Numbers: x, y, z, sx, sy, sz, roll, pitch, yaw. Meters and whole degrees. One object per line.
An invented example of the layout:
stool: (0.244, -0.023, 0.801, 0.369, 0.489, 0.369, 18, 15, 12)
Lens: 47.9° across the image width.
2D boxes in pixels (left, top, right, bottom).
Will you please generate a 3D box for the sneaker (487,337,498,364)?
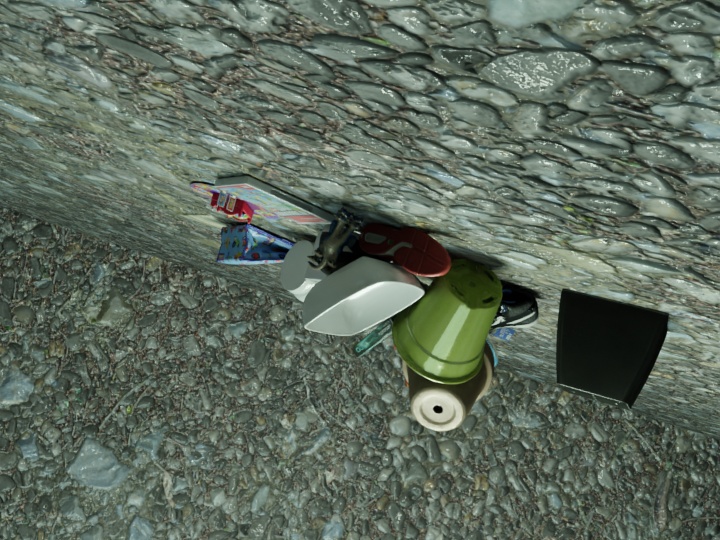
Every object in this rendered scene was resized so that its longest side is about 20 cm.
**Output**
sneaker: (0.242, 0.147, 1.868, 0.200, 0.077, 0.081, 42, -160, 21)

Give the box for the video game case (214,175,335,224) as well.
video game case: (-0.163, -0.132, 1.544, 0.199, 0.018, 0.143, 23, 170, -32)

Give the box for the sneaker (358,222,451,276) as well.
sneaker: (0.103, -0.035, 1.490, 0.199, 0.079, 0.115, 27, -173, 36)

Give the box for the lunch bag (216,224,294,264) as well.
lunch bag: (-0.237, -0.049, 2.038, 0.199, 0.095, 0.150, 12, 173, -33)

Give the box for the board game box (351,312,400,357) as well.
board game box: (0.080, 0.112, 1.752, 0.135, 0.028, 0.200, -41, 172, 37)

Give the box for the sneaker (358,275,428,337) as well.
sneaker: (0.063, 0.076, 1.863, 0.080, 0.200, 0.074, 47, 157, 9)

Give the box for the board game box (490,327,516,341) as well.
board game box: (0.264, 0.098, 1.893, 0.135, 0.035, 0.199, 39, -170, 37)

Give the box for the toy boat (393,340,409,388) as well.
toy boat: (0.152, 0.217, 1.840, 0.200, 0.131, 0.131, 38, -174, -10)

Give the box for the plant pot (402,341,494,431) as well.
plant pot: (0.173, 0.233, 1.681, 0.198, 0.202, 0.175, 17, -149, 6)

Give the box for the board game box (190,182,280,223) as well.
board game box: (-0.270, -0.128, 1.704, 0.199, 0.039, 0.157, 25, 169, -38)

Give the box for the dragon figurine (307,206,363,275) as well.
dragon figurine: (-0.045, -0.051, 1.494, 0.059, 0.100, 0.200, 36, 163, 1)

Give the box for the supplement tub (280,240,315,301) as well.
supplement tub: (-0.074, 0.020, 1.905, 0.199, 0.146, 0.144, 25, 169, -38)

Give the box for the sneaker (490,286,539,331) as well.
sneaker: (0.271, 0.080, 1.701, 0.198, 0.074, 0.112, -12, 147, 9)

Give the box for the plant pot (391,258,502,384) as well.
plant pot: (0.184, 0.082, 1.571, 0.198, 0.201, 0.191, 18, 134, -6)

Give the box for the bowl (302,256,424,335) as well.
bowl: (0.000, 0.043, 1.509, 0.199, 0.075, 0.199, -30, 158, 23)

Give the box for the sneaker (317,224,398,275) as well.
sneaker: (0.007, -0.009, 1.606, 0.198, 0.113, 0.073, 17, 172, 2)

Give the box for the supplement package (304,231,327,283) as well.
supplement package: (0.000, 0.000, 1.737, 0.199, 0.111, 0.113, 23, 170, -33)

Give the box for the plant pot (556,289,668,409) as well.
plant pot: (0.478, 0.164, 1.589, 0.198, 0.179, 0.200, 14, 172, 23)
